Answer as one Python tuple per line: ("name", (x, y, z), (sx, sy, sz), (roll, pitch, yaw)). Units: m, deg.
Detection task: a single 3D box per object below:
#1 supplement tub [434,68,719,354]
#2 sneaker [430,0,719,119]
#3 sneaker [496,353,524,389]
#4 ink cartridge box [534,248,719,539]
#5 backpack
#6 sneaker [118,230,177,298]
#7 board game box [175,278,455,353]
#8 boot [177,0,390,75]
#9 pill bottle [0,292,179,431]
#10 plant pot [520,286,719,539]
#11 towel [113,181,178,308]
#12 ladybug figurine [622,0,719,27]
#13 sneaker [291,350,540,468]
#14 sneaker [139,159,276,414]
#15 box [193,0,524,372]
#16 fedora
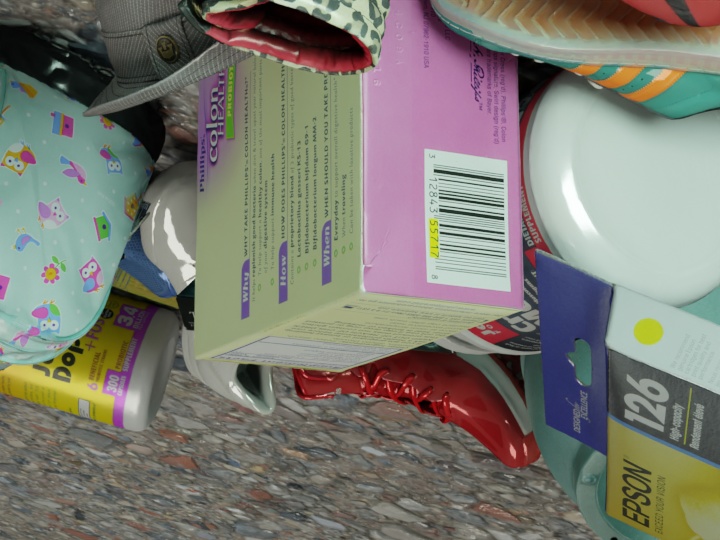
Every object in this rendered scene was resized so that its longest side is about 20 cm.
("supplement tub", (0.109, -0.031, 1.122), (0.140, 0.141, 0.200), (25, 157, -21))
("sneaker", (0.130, -0.112, 0.999), (0.199, 0.072, 0.080), (12, 154, 9))
("sneaker", (0.119, 0.056, 1.401), (0.199, 0.087, 0.074), (5, 155, 28))
("ink cartridge box", (0.174, 0.090, 1.052), (0.199, 0.047, 0.198), (21, 154, 19))
("backpack", (-0.215, -0.038, 1.266), (0.167, 0.201, 0.126), (28, 156, -25))
("sneaker", (-0.205, -0.033, 1.400), (0.200, 0.089, 0.078), (35, 154, -25))
("board game box", (0.000, 0.000, 1.297), (0.199, 0.135, 0.028), (5, 123, 31))
("boot", (-0.058, -0.182, 0.852), (0.203, 0.154, 0.073), (21, 158, -11))
("pill bottle", (-0.256, 0.058, 1.665), (0.199, 0.105, 0.104), (15, 159, 3))
("plant pot", (0.195, 0.096, 1.264), (0.199, 0.134, 0.201), (4, 130, 5))
("towel", (-0.117, -0.005, 1.521), (0.143, 0.023, 0.200), (21, 158, -7))
("ladybug figurine", (0.129, -0.166, 0.866), (0.135, 0.072, 0.200), (0, 153, 37))
("sneaker", (0.024, 0.081, 1.379), (0.200, 0.115, 0.078), (45, 154, 26))
("sneaker", (-0.090, 0.015, 1.392), (0.088, 0.075, 0.200), (41, 154, 43))
("box", (-0.005, -0.049, 1.087), (0.096, 0.177, 0.200), (7, 165, -28))
("fedora", (-0.073, -0.157, 0.968), (0.200, 0.177, 0.090), (-8, 119, 52))
